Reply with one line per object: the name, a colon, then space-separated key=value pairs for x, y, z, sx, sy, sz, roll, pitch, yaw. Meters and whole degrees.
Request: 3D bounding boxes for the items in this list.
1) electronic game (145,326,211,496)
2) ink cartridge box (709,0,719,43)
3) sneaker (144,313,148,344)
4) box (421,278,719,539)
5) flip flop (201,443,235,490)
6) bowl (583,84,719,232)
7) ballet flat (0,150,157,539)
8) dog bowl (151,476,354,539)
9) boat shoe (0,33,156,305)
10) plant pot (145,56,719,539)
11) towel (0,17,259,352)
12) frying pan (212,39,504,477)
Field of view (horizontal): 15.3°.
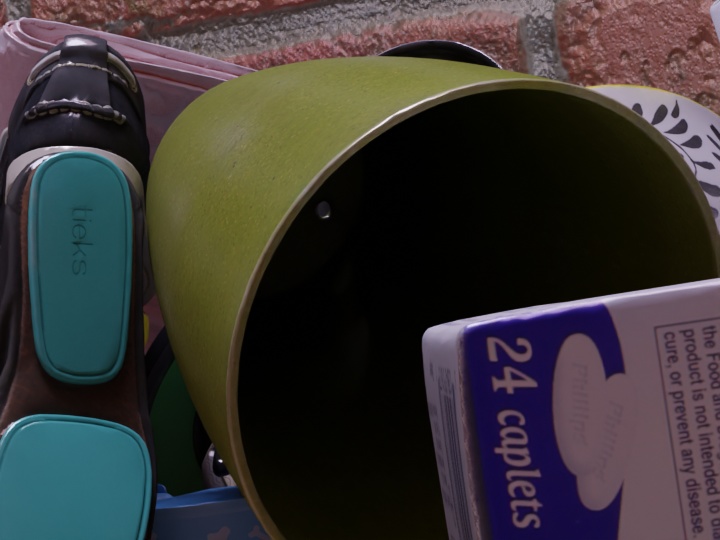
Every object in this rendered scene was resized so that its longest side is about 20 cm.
electronic game: x=-0.012 y=0.052 z=1.210 sx=0.199 sy=0.201 sz=0.042 roll=-8 pitch=43 yaw=-23
ink cartridge box: x=0.262 y=-0.057 z=1.153 sx=0.199 sy=0.146 sz=0.084 roll=10 pitch=-35 yaw=-39
sneaker: x=-0.136 y=0.044 z=1.059 sx=0.074 sy=0.085 sz=0.200 roll=-11 pitch=-13 yaw=23
box: x=0.124 y=0.051 z=0.734 sx=0.199 sy=0.106 sz=0.184 roll=-9 pitch=-1 yaw=-1
flip flop: x=0.015 y=0.092 z=1.188 sx=0.199 sy=0.081 sz=0.058 roll=-10 pitch=-28 yaw=-41
bowl: x=0.112 y=0.033 z=1.103 sx=0.200 sy=0.202 sz=0.094 roll=-8 pitch=24 yaw=-20
ballet flat: x=-0.107 y=0.055 z=0.962 sx=0.068 sy=0.201 sz=0.068 roll=12 pitch=-26 yaw=-16
dog bowl: x=-0.082 y=0.112 z=1.040 sx=0.199 sy=0.050 sz=0.111 roll=-9 pitch=-1 yaw=37
boat shoe: x=-0.117 y=-0.028 z=1.102 sx=0.071 sy=0.068 sz=0.200 roll=-1 pitch=-22 yaw=-9
plant pot: x=0.001 y=-0.001 z=0.963 sx=0.186 sy=0.188 sz=0.200 roll=-8 pitch=21 yaw=-24
towel: x=-0.092 y=-0.009 z=1.203 sx=0.190 sy=0.201 sz=0.032 roll=13 pitch=36 yaw=-13
frying pan: x=0.014 y=0.001 z=1.066 sx=0.115 sy=0.191 sz=0.031 roll=9 pitch=-8 yaw=36
